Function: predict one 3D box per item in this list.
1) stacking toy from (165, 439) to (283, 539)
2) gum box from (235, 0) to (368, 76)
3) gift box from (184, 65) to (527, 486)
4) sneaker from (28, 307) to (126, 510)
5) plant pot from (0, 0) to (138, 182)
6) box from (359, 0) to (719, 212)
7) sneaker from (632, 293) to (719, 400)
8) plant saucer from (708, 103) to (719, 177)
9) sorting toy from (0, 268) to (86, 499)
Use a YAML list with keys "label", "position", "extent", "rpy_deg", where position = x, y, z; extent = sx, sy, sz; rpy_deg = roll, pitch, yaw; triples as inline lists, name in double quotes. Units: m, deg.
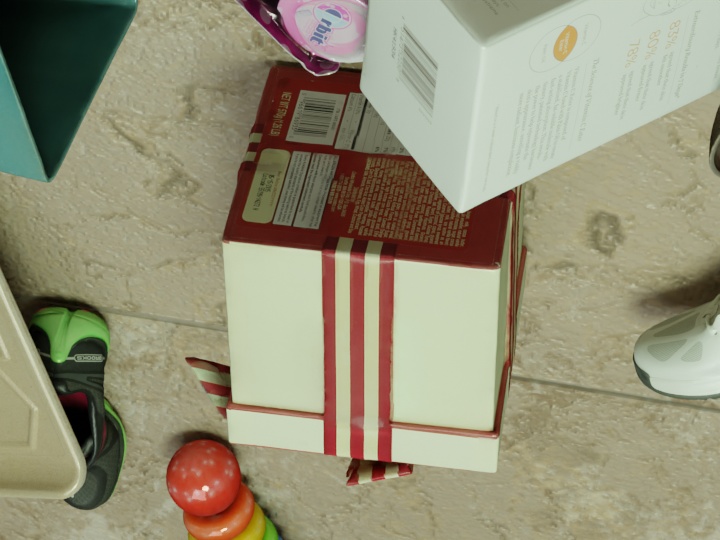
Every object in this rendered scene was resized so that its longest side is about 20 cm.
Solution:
- label: "stacking toy"
  position: [-0.094, 0.201, 1.830]
  extent: [0.085, 0.086, 0.201]
  rpy_deg: [-3, 136, 20]
- label: "gum box"
  position: [-0.046, -0.203, 1.274]
  extent: [0.066, 0.114, 0.200]
  rpy_deg: [-21, 132, 35]
- label: "gift box"
  position: [0.000, 0.000, 1.473]
  extent: [0.198, 0.185, 0.188]
  rpy_deg: [8, 134, 11]
- label: "sneaker"
  position: [-0.208, 0.108, 1.737]
  extent: [0.076, 0.084, 0.201]
  rpy_deg: [7, 142, 8]
- label: "plant pot"
  position: [-0.250, -0.158, 1.374]
  extent: [0.198, 0.142, 0.142]
  rpy_deg: [9, 143, 17]
- label: "box"
  position: [0.109, -0.136, 1.240]
  extent: [0.199, 0.098, 0.125]
  rpy_deg: [-25, 148, -22]
- label: "sneaker"
  position: [0.241, 0.001, 1.499]
  extent: [0.199, 0.076, 0.116]
  rpy_deg: [-18, 125, 23]
- label: "plant saucer"
  position: [0.265, -0.110, 1.298]
  extent: [0.199, 0.032, 0.200]
  rpy_deg: [-23, 163, -8]
- label: "sorting toy"
  position: [-0.278, 0.056, 1.662]
  extent: [0.184, 0.036, 0.201]
  rpy_deg: [-2, 116, 35]
